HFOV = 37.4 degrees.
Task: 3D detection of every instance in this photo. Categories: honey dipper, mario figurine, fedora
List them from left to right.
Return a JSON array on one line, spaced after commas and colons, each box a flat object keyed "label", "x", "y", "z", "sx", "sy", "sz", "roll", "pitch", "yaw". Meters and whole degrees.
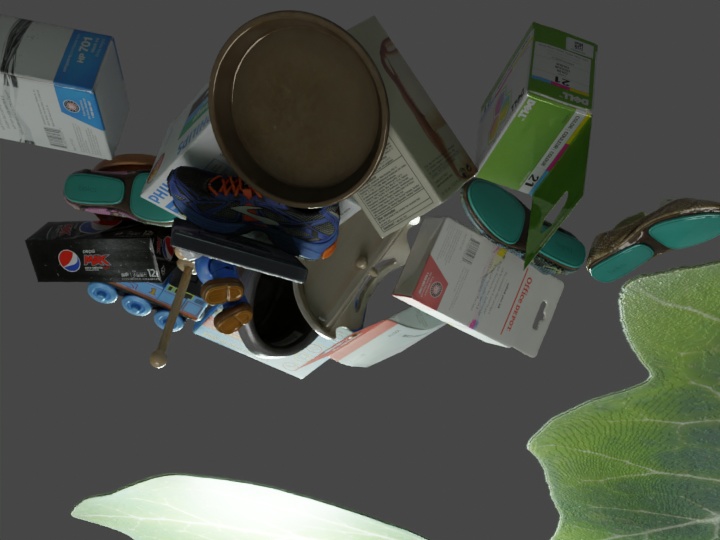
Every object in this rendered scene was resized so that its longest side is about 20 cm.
[{"label": "honey dipper", "x": -0.241, "y": 0.041, "z": 1.414, "sx": 0.038, "sy": 0.201, "sz": 0.038, "roll": 8, "pitch": 148, "yaw": 5}, {"label": "mario figurine", "x": -0.198, "y": -0.005, "z": 1.342, "sx": 0.105, "sy": 0.200, "sz": 0.124, "roll": 10, "pitch": 122, "yaw": -25}, {"label": "fedora", "x": -0.114, "y": 0.019, "z": 1.448, "sx": 0.090, "sy": 0.201, "sz": 0.177, "roll": 17, "pitch": 172, "yaw": 44}]

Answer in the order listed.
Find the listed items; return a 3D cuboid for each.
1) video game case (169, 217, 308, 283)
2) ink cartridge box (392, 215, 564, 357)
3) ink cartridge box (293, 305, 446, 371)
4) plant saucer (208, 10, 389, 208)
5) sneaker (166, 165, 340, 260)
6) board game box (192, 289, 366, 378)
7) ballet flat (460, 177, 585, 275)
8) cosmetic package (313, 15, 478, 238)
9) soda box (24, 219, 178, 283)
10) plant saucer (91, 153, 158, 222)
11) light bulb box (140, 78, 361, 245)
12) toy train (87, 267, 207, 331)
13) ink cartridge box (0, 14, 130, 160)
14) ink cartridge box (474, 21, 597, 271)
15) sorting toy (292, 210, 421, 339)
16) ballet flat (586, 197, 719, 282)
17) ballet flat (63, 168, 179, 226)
[{"label": "video game case", "x": -0.138, "y": -0.025, "z": 1.169, "sx": 0.142, "sy": 0.019, "sz": 0.200, "roll": 16, "pitch": -175, "yaw": -11}, {"label": "ink cartridge box", "x": 0.156, "y": 0.023, "z": 1.381, "sx": 0.199, "sy": 0.117, "sz": 0.067, "roll": 27, "pitch": 172, "yaw": -21}, {"label": "ink cartridge box", "x": 0.026, "y": 0.102, "z": 1.508, "sx": 0.162, "sy": 0.200, "sz": 0.057, "roll": -36, "pitch": 84, "yaw": 49}, {"label": "plant saucer", "x": -0.061, "y": -0.162, "z": 1.075, "sx": 0.199, "sy": 0.029, "sz": 0.201, "roll": 8, "pitch": 113, "yaw": 19}, {"label": "sneaker", "x": -0.111, "y": -0.080, "z": 1.156, "sx": 0.199, "sy": 0.076, "sz": 0.079, "roll": 15, "pitch": 133, "yaw": -13}, {"label": "board game box", "x": -0.125, "y": 0.073, "z": 1.614, "sx": 0.199, "sy": 0.056, "sz": 0.196, "roll": 26, "pitch": 145, "yaw": -20}, {"label": "ballet flat", "x": 0.189, "y": -0.048, "z": 1.328, "sx": 0.199, "sy": 0.075, "sz": 0.074, "roll": 32, "pitch": 142, "yaw": -22}, {"label": "cosmetic package", "x": 0.019, "y": -0.150, "z": 1.123, "sx": 0.103, "sy": 0.087, "sz": 0.201, "roll": -28, "pitch": 99, "yaw": 45}, {"label": "soda box", "x": -0.352, "y": -0.027, "z": 1.456, "sx": 0.199, "sy": 0.063, "sz": 0.071, "roll": 0, "pitch": 117, "yaw": 18}, {"label": "plant saucer", "x": -0.271, "y": -0.091, "z": 1.438, "sx": 0.199, "sy": 0.032, "sz": 0.201, "roll": 8, "pitch": 146, "yaw": 6}, {"label": "light bulb box", "x": -0.117, "y": -0.126, "z": 1.251, "sx": 0.199, "sy": 0.125, "sz": 0.198, "roll": 29, "pitch": 143, "yaw": -22}, {"label": "toy train", "x": -0.310, "y": 0.012, "z": 1.563, "sx": 0.199, "sy": 0.087, "sz": 0.114, "roll": 25, "pitch": 136, "yaw": -15}, {"label": "ink cartridge box", "x": -0.382, "y": -0.215, "z": 1.229, "sx": 0.199, "sy": 0.086, "sz": 0.147, "roll": 13, "pitch": 154, "yaw": 2}, {"label": "ink cartridge box", "x": 0.173, "y": -0.127, "z": 1.087, "sx": 0.075, "sy": 0.201, "sz": 0.148, "roll": 18, "pitch": 146, "yaw": -8}, {"label": "sorting toy", "x": 0.000, "y": 0.000, "z": 1.388, "sx": 0.107, "sy": 0.200, "sz": 0.180, "roll": 33, "pitch": 174, "yaw": 29}, {"label": "ballet flat", "x": 0.351, "y": -0.051, "z": 1.266, "sx": 0.070, "sy": 0.066, "sz": 0.200, "roll": 33, "pitch": 139, "yaw": -31}, {"label": "ballet flat", "x": -0.285, "y": -0.093, "z": 1.361, "sx": 0.199, "sy": 0.070, "sz": 0.071, "roll": 7, "pitch": 175, "yaw": 22}]
